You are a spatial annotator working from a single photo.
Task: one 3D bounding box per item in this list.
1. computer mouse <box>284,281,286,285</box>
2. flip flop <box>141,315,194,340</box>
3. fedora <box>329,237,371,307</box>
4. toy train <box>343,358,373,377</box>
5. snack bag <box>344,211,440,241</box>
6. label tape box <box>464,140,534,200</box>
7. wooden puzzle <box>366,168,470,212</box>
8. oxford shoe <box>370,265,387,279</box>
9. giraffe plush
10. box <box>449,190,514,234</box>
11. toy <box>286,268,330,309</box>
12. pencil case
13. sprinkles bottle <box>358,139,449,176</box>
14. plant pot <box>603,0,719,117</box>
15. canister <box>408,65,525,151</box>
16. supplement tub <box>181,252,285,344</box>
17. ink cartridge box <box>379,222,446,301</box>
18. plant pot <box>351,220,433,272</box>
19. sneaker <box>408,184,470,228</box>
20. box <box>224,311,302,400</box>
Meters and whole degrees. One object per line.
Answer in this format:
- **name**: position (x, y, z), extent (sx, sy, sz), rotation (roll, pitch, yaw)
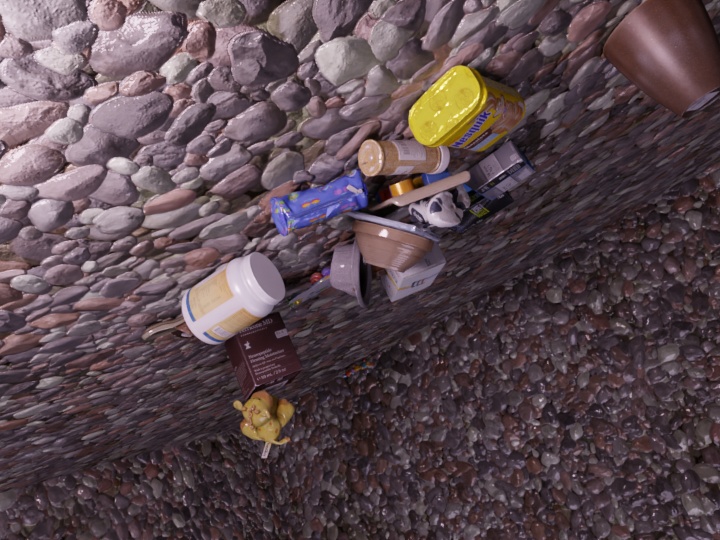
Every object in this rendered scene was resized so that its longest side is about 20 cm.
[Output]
- **computer mouse**: position (-0.287, 0.099, 1.523), extent (0.198, 0.046, 0.141), rotation (-24, 162, -9)
- **flip flop**: position (-0.453, 0.150, 1.411), extent (0.198, 0.058, 0.081), rotation (-16, 161, -31)
- **fedora**: position (-0.029, 0.003, 1.461), extent (0.089, 0.179, 0.201), rotation (0, 149, 11)
- **toy train**: position (-0.018, 0.605, 3.458), extent (0.198, 0.056, 0.150), rotation (-20, 164, -10)
- **snack bag**: position (0.073, -0.107, 1.271), extent (0.200, 0.187, 0.022), rotation (10, 96, -65)
- **label tape box**: position (0.330, -0.233, 1.412), extent (0.199, 0.064, 0.144), rotation (-34, 161, 24)
- **wooden puzzle**: position (0.118, -0.182, 1.211), extent (0.184, 0.047, 0.200), rotation (-21, -171, -15)
- **oxford shoe**: position (0.000, 0.000, 1.638), extent (0.071, 0.072, 0.199), rotation (-18, 179, -43)
- **giraffe plush**: position (-0.304, 0.436, 1.676), extent (0.171, 0.201, 0.163), rotation (-14, 130, 4)
- **box**: position (0.338, -0.183, 1.606), extent (0.192, 0.048, 0.200), rotation (-30, 164, 20)
- **toy**: position (-0.124, 0.035, 1.563), extent (0.199, 0.047, 0.115), rotation (-34, 172, -13)
- **pencil case**: position (-0.076, -0.133, 1.077), extent (0.198, 0.079, 0.087), rotation (-22, -168, -16)
- **sprinkles bottle**: position (0.088, -0.221, 1.079), extent (0.199, 0.069, 0.068), rotation (-11, 158, -41)
- **plant pot**: position (0.609, -0.405, 1.069), extent (0.185, 0.202, 0.187), rotation (-23, 164, -7)
- **canister**: position (0.202, -0.289, 1.018), extent (0.148, 0.087, 0.199), rotation (-38, 161, 36)
- **supplement tub**: position (-0.284, 0.061, 1.242), extent (0.199, 0.146, 0.144), rotation (-31, 163, 17)
- **ink cartridge box**: position (0.136, -0.026, 1.605), extent (0.143, 0.146, 0.200), rotation (-21, 162, -15)
- **plant pot**: position (0.068, -0.052, 1.327), extent (0.199, 0.094, 0.201), rotation (16, -177, -1)
- **sneaker**: position (0.154, -0.126, 1.210), extent (0.129, 0.080, 0.199), rotation (-24, -165, 33)
- **box**: position (-0.309, 0.271, 1.741), extent (0.165, 0.201, 0.164), rotation (-16, 161, -30)
